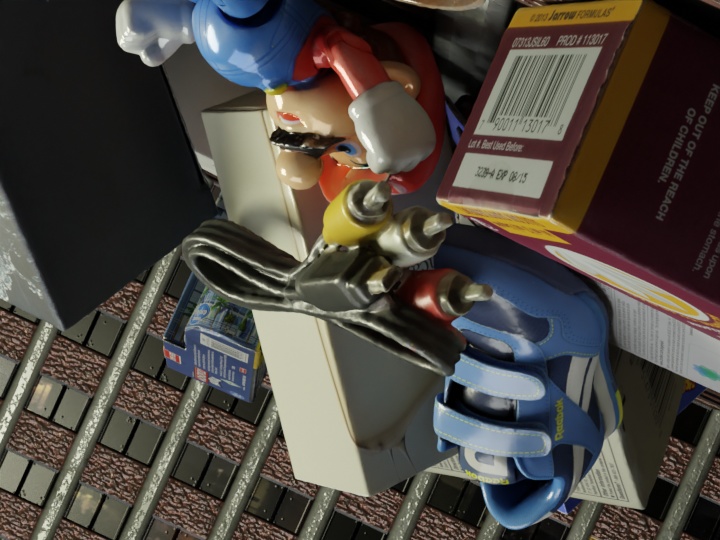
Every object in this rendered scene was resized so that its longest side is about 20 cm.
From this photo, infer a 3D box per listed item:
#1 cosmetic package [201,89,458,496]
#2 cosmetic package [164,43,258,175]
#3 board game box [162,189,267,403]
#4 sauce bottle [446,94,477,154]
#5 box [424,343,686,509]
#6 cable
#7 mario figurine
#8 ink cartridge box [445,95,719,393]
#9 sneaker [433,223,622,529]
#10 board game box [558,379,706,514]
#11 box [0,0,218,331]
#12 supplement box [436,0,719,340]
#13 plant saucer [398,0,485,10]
[{"bbox_3d":[0.000,0.000,0.996,0.103,0.201,0.073,-24,-164,-32],"label":"cosmetic package"},{"bbox_3d":[-0.117,-0.120,1.207,0.199,0.091,0.107,22,180,-38],"label":"cosmetic package"},{"bbox_3d":[-0.046,-0.038,1.124,0.061,0.201,0.200,23,167,1],"label":"board game box"},{"bbox_3d":[0.130,-0.026,1.037,0.199,0.066,0.066,25,178,-4],"label":"sauce bottle"},{"bbox_3d":[0.076,0.047,1.138,0.199,0.109,0.128,8,147,25],"label":"box"},{"bbox_3d":[-0.009,0.002,0.905,0.097,0.050,0.200,47,161,-20],"label":"cable"},{"bbox_3d":[-0.042,-0.085,0.856,0.200,0.106,0.124,37,-154,-36],"label":"mario figurine"},{"bbox_3d":[0.121,-0.019,0.915,0.199,0.077,0.137,22,166,15],"label":"ink cartridge box"},{"bbox_3d":[0.073,0.053,0.929,0.074,0.082,0.200,21,155,32],"label":"sneaker"},{"bbox_3d":[0.149,0.061,1.285,0.134,0.200,0.045,22,141,46],"label":"board game box"},{"bbox_3d":[-0.201,-0.101,1.031,0.199,0.117,0.197,21,140,43],"label":"box"},{"bbox_3d":[0.145,-0.020,0.739,0.199,0.086,0.110,25,177,-20],"label":"supplement box"},{"bbox_3d":[-0.044,-0.141,0.624,0.199,0.035,0.200,26,178,1],"label":"plant saucer"}]
